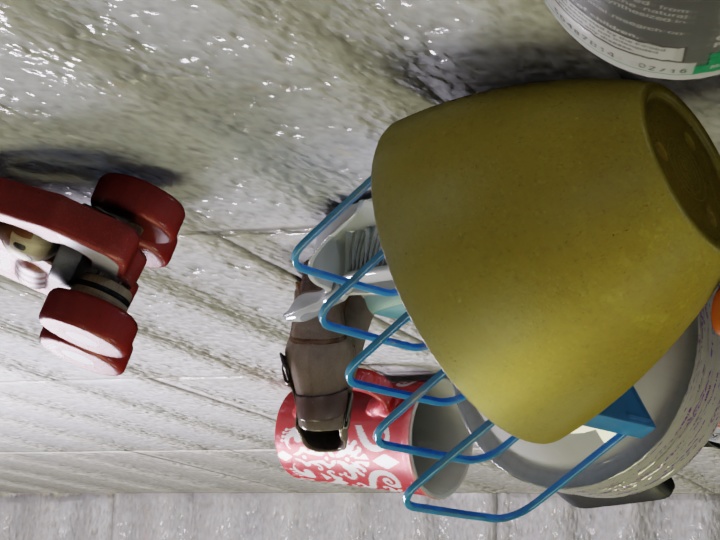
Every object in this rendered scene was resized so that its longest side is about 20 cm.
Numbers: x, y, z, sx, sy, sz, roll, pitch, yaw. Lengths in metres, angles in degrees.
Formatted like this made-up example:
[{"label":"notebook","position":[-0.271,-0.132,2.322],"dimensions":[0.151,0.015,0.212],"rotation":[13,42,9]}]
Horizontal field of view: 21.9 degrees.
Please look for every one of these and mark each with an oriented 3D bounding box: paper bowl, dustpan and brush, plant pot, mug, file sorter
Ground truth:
[{"label":"paper bowl","position":[0.146,0.049,1.260],"dimensions":[0.200,0.202,0.104],"rotation":[-7,164,38]},{"label":"dustpan and brush","position":[0.000,0.000,1.392],"dimensions":[0.139,0.058,0.199],"rotation":[10,166,-34]},{"label":"plant pot","position":[0.122,-0.026,1.014],"dimensions":[0.141,0.201,0.199],"rotation":[-29,153,28]},{"label":"mug","position":[0.006,0.168,2.112],"dimensions":[0.199,0.179,0.133],"rotation":[-1,-156,36]},{"label":"file sorter","position":[0.063,0.043,1.170],"dimensions":[0.123,0.201,0.138],"rotation":[-43,145,25]}]

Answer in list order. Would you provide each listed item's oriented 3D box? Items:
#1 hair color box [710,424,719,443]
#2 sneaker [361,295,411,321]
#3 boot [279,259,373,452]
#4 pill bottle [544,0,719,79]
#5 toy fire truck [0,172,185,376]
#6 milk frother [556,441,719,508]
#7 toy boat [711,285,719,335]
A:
[{"label":"hair color box","position":[0.293,0.070,1.497],"dimensions":[0.110,0.064,0.200],"rotation":[13,151,8]},{"label":"sneaker","position":[0.097,0.064,1.508],"dimensions":[0.198,0.132,0.080],"rotation":[4,169,-6]},{"label":"boot","position":[-0.025,0.078,1.554],"dimensions":[0.070,0.147,0.200],"rotation":[-2,168,13]},{"label":"pill bottle","position":[0.107,-0.142,0.586],"dimensions":[0.112,0.114,0.200],"rotation":[1,168,5]},{"label":"toy fire truck","position":[-0.220,-0.016,1.289],"dimensions":[0.167,0.113,0.200],"rotation":[22,165,-4]},{"label":"milk frother","position":[0.225,0.098,1.702],"dimensions":[0.187,0.181,0.201],"rotation":[-10,120,44]},{"label":"toy boat","position":[0.248,0.031,1.002],"dimensions":[0.130,0.202,0.130],"rotation":[8,166,-20]}]
